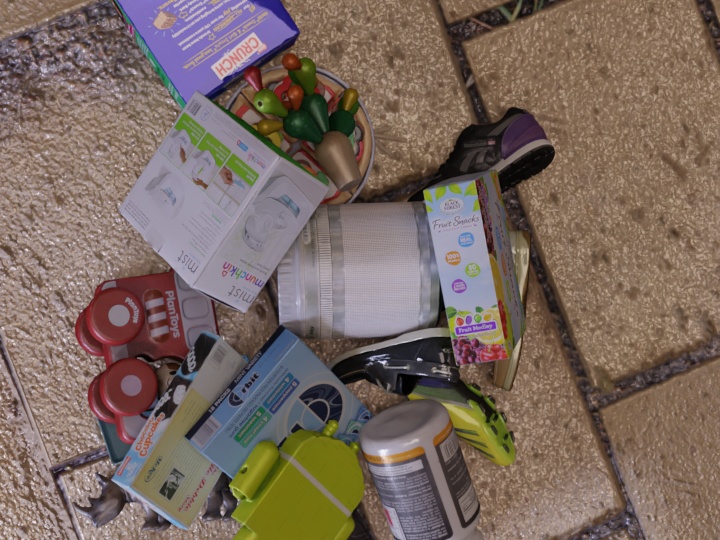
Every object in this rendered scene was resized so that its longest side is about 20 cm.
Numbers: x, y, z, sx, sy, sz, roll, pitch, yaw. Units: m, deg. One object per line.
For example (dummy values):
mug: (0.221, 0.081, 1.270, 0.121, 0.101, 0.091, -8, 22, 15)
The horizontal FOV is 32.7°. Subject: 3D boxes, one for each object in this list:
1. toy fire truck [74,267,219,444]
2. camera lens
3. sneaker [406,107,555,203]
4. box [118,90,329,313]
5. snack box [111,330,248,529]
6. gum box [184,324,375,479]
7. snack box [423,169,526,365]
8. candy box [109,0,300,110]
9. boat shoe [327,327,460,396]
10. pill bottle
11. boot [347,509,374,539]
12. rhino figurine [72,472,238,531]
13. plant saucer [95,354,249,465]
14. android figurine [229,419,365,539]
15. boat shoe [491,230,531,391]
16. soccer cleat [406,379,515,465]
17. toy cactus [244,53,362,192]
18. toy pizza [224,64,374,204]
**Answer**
toy fire truck: (-0.242, 0.097, 1.466, 0.166, 0.112, 0.202, -9, 81, -23)
camera lens: (0.000, 0.000, 1.467, 0.198, 0.160, 0.162, -2, 89, -4)
sneaker: (0.139, -0.132, 1.545, 0.199, 0.076, 0.088, -27, 63, 1)
box: (-0.163, -0.082, 1.414, 0.096, 0.200, 0.177, 28, 97, -46)
snack box: (-0.192, 0.186, 1.428, 0.116, 0.037, 0.201, 48, 64, -42)
gum box: (-0.087, 0.188, 1.455, 0.170, 0.044, 0.200, -49, 133, -9)
snack box: (0.135, -0.008, 1.415, 0.067, 0.169, 0.202, -9, 95, 15)
candy box: (-0.197, -0.319, 1.493, 0.168, 0.077, 0.201, -34, 92, -7)
boat shoe: (0.037, 0.118, 1.466, 0.071, 0.199, 0.068, 6, 73, -48)
pill bottle: (0.080, 0.268, 1.486, 0.115, 0.116, 0.202, -21, 106, -6)
boot: (-0.036, 0.389, 1.506, 0.199, 0.069, 0.175, -35, 93, -8)
rhino figurine: (-0.248, 0.270, 1.486, 0.198, 0.060, 0.088, -7, 74, -5)
plant saucer: (-0.220, 0.171, 1.506, 0.198, 0.019, 0.070, -21, 77, -8)
android figurine: (-0.071, 0.269, 1.428, 0.182, 0.041, 0.201, 46, 70, -33)
boat shoe: (0.174, 0.049, 1.540, 0.066, 0.074, 0.202, 5, 87, 7)
soccer cleat: (0.113, 0.175, 1.540, 0.200, 0.065, 0.084, 45, 114, -8)
toy cactus: (-0.055, -0.167, 1.430, 0.102, 0.200, 0.166, -30, 77, 19)
toy pizza: (-0.079, -0.157, 1.526, 0.198, 0.032, 0.202, 0, 89, -7)
